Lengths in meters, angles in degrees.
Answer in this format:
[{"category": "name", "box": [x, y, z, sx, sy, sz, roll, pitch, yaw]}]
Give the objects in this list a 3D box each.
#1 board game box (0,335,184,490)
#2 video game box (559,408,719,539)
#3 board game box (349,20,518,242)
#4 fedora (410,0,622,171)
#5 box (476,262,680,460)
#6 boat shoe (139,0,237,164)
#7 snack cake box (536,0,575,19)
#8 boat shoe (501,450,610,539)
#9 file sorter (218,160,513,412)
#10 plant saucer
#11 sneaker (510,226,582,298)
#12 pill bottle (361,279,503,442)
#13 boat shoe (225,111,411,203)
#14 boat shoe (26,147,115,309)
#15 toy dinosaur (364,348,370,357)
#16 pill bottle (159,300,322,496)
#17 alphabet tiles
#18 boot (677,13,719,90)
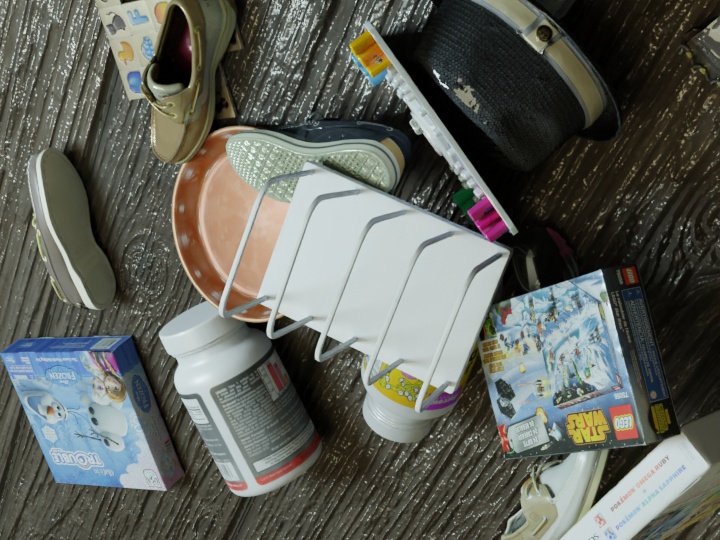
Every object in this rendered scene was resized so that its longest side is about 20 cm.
[{"category": "board game box", "box": [-0.338, 0.180, 1.550, 0.200, 0.043, 0.199, -4, 115, 34]}, {"category": "video game box", "box": [0.286, 0.174, 1.049, 0.047, 0.200, 0.182, 53, 133, 25]}, {"category": "board game box", "box": [0.056, -0.115, 1.042, 0.026, 0.200, 0.200, -35, 95, 4]}, {"category": "fedora", "box": [0.109, -0.149, 0.987, 0.201, 0.092, 0.201, 41, 173, 6]}, {"category": "box", "box": [0.170, 0.081, 1.016, 0.200, 0.040, 0.137, -23, 78, 62]}, {"category": "boat shoe", "box": [-0.181, -0.189, 1.209, 0.074, 0.066, 0.200, 36, 127, 25]}, {"category": "snack cake box", "box": [0.106, -0.298, 0.978, 0.200, 0.067, 0.115, 41, 129, 6]}, {"category": "boat shoe", "box": [0.192, 0.228, 1.219, 0.068, 0.075, 0.200, 25, 128, 12]}, {"category": "file sorter", "box": [0.000, 0.012, 1.037, 0.200, 0.125, 0.139, 25, 105, 14]}, {"category": "plant saucer", "box": [-0.109, -0.048, 1.255, 0.200, 0.032, 0.201, 8, 104, 33]}, {"category": "sneaker", "box": [0.160, 0.059, 1.141, 0.086, 0.080, 0.200, -1, 114, 35]}, {"category": "pill bottle", "box": [0.062, 0.073, 1.194, 0.104, 0.104, 0.200, 29, 128, 15]}, {"category": "boat shoe", "box": [-0.039, -0.106, 1.144, 0.200, 0.062, 0.075, 4, 126, 36]}, {"category": "boat shoe", "box": [-0.342, -0.045, 1.408, 0.059, 0.072, 0.200, 1, 122, 29]}, {"category": "toy dinosaur", "box": [0.000, 0.000, 1.187, 0.047, 0.200, 0.088, 11, 110, -21]}, {"category": "pill bottle", "box": [-0.132, 0.135, 1.346, 0.116, 0.116, 0.200, -15, 107, 37]}, {"category": "alphabet tiles", "box": [-0.192, -0.244, 1.240, 0.167, 0.008, 0.200, -2, 115, 33]}, {"category": "boot", "box": [0.311, -0.120, 0.958, 0.174, 0.069, 0.200, 47, 123, 5]}]
